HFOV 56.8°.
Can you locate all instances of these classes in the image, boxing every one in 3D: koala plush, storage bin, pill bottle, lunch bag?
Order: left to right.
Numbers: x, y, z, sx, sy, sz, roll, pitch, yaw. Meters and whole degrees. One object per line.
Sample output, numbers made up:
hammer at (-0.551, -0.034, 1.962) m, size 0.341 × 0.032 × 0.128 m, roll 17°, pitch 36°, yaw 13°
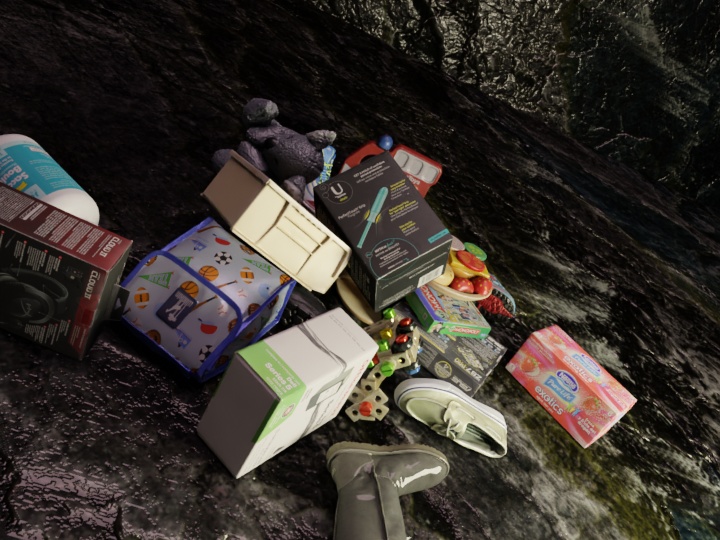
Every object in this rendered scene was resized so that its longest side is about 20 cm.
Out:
pill bottle at (-0.438, -0.090, 0.915) m, size 0.200 × 0.111 × 0.111 m, roll 40°, pitch 31°, yaw 19°
lunch bag at (-0.214, 0.042, 0.911) m, size 0.170 × 0.124 × 0.200 m, roll 36°, pitch 44°, yaw 11°
storage bin at (-0.135, -0.076, 1.067) m, size 0.198 × 0.094 × 0.200 m, roll 40°, pitch -1°, yaw -34°
koala plush at (-0.137, -0.208, 1.249) m, size 0.200 × 0.178 × 0.184 m, roll 14°, pitch -19°, yaw 49°

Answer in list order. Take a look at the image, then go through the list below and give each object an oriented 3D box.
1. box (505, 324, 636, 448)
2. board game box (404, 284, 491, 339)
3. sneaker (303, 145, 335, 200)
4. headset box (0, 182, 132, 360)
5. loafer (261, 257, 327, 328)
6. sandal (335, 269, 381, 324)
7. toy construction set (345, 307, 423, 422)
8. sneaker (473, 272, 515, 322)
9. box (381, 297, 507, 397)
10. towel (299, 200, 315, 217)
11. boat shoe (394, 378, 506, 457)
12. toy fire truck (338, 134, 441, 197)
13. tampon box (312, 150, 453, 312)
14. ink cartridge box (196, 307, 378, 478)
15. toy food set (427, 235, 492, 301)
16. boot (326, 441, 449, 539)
box at (0.379, 0.204, 1.207) m, size 0.102 × 0.095 × 0.200 m, roll -8°, pitch 47°, yaw -48°
board game box at (0.136, 0.043, 1.212) m, size 0.134 × 0.029 × 0.200 m, roll 10°, pitch 32°, yaw -34°
sneaker at (-0.095, -0.206, 1.396) m, size 0.075 × 0.105 × 0.200 m, roll 16°, pitch 32°, yaw -23°
headset box at (-0.376, 0.005, 0.790) m, size 0.199 × 0.149 × 0.077 m, roll 24°, pitch 31°, yaw -9°
loafer at (-0.134, 0.031, 1.050) m, size 0.200 × 0.068 × 0.070 m, roll 38°, pitch 22°, yaw 3°
sandal at (-0.005, -0.001, 1.203) m, size 0.077 × 0.070 × 0.212 m, roll 10°, pitch 36°, yaw -31°
toy construction set at (0.027, 0.128, 0.992) m, size 0.200 × 0.131 × 0.092 m, roll -84°, pitch 152°, yaw -57°
sneaker at (0.238, 0.030, 1.387) m, size 0.200 × 0.079 × 0.095 m, roll 45°, pitch 20°, yaw 12°
box at (0.148, 0.121, 1.177) m, size 0.200 × 0.049 × 0.161 m, roll 38°, pitch 28°, yaw 12°
towel at (-0.032, -0.081, 1.284) m, size 0.144 × 0.023 × 0.200 m, roll 40°, pitch 12°, yaw 12°
boat shoe at (0.142, 0.221, 0.999) m, size 0.199 × 0.072 × 0.062 m, roll 23°, pitch 28°, yaw -18°
toy fire truck at (0.060, -0.208, 1.473) m, size 0.199 × 0.168 × 0.112 m, roll 28°, pitch 30°, yaw -4°
tampon box at (0.034, -0.065, 1.109) m, size 0.149 × 0.126 × 0.200 m, roll -28°, pitch 66°, yaw -14°
ink cartridge box at (-0.086, 0.146, 0.834) m, size 0.084 × 0.146 × 0.200 m, roll 42°, pitch 32°, yaw 20°
toy food set at (0.163, -0.017, 1.255) m, size 0.199 × 0.049 × 0.198 m, roll 20°, pitch 28°, yaw -15°
boot at (0.043, 0.301, 0.791) m, size 0.181 × 0.073 × 0.200 m, roll 4°, pitch 30°, yaw -15°
